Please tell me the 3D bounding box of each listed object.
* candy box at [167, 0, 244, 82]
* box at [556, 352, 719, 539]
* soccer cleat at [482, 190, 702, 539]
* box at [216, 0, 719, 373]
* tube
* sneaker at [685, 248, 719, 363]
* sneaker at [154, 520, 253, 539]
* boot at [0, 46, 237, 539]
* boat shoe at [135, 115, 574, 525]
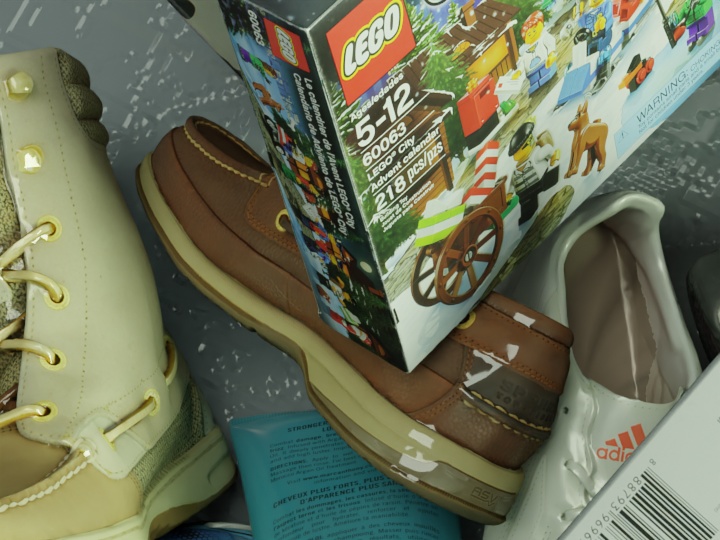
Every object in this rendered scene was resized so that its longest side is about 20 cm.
[{"bbox_3d":[0.019,-0.147,0.887,0.200,0.168,0.072,-36,67,5],"label":"candy box"},{"bbox_3d":[0.154,0.103,0.733,0.200,0.041,0.156,41,107,9],"label":"box"},{"bbox_3d":[0.072,0.072,0.852,0.069,0.078,0.201,4,69,-26],"label":"soccer cleat"},{"bbox_3d":[0.053,-0.085,0.792,0.038,0.137,0.200,30,63,34],"label":"box"},{"bbox_3d":[0.001,0.097,0.840,0.077,0.051,0.200,-5,34,0],"label":"tube"},{"bbox_3d":[0.190,0.056,0.839,0.115,0.076,0.200,-34,77,-2],"label":"sneaker"},{"bbox_3d":[-0.008,0.149,0.850,0.200,0.090,0.078,45,100,23],"label":"sneaker"},{"bbox_3d":[-0.106,0.016,0.841,0.073,0.200,0.156,-16,94,20],"label":"boot"},{"bbox_3d":[0.000,0.000,0.879,0.068,0.072,0.200,-57,43,9],"label":"boat shoe"}]
